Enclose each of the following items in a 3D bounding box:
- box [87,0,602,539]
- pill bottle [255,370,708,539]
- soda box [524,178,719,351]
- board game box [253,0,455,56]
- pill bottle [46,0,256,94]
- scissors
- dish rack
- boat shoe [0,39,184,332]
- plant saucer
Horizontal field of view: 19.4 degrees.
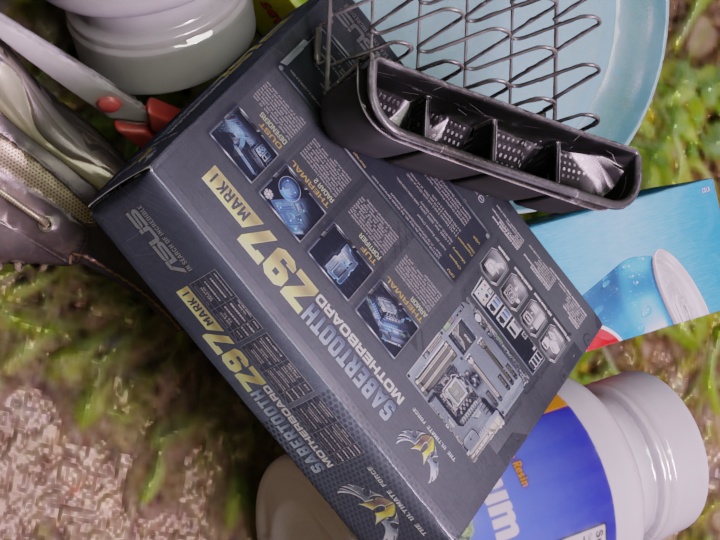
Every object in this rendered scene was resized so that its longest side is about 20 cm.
[{"bbox_3d":[0.000,0.000,0.893,0.200,0.051,0.158,50,45,-11],"label":"box"},{"bbox_3d":[0.061,0.111,0.984,0.199,0.112,0.113,-17,94,-29],"label":"pill bottle"},{"bbox_3d":[0.087,0.010,1.034,0.199,0.064,0.068,-15,93,-29],"label":"soda box"},{"bbox_3d":[0.023,-0.184,1.022,0.200,0.048,0.102,-48,109,-23],"label":"board game box"},{"bbox_3d":[-0.101,-0.177,0.879,0.111,0.111,0.201,-37,137,-26],"label":"pill bottle"},{"bbox_3d":[-0.105,-0.066,0.916,0.199,0.073,0.014,20,56,-36],"label":"scissors"},{"bbox_3d":[0.050,-0.129,0.918,0.153,0.054,0.201,16,66,-37],"label":"dish rack"},{"bbox_3d":[-0.146,-0.039,0.914,0.073,0.075,0.200,-43,113,2],"label":"boat shoe"},{"bbox_3d":[0.066,-0.128,1.004,0.199,0.027,0.201,-3,95,-36],"label":"plant saucer"}]
